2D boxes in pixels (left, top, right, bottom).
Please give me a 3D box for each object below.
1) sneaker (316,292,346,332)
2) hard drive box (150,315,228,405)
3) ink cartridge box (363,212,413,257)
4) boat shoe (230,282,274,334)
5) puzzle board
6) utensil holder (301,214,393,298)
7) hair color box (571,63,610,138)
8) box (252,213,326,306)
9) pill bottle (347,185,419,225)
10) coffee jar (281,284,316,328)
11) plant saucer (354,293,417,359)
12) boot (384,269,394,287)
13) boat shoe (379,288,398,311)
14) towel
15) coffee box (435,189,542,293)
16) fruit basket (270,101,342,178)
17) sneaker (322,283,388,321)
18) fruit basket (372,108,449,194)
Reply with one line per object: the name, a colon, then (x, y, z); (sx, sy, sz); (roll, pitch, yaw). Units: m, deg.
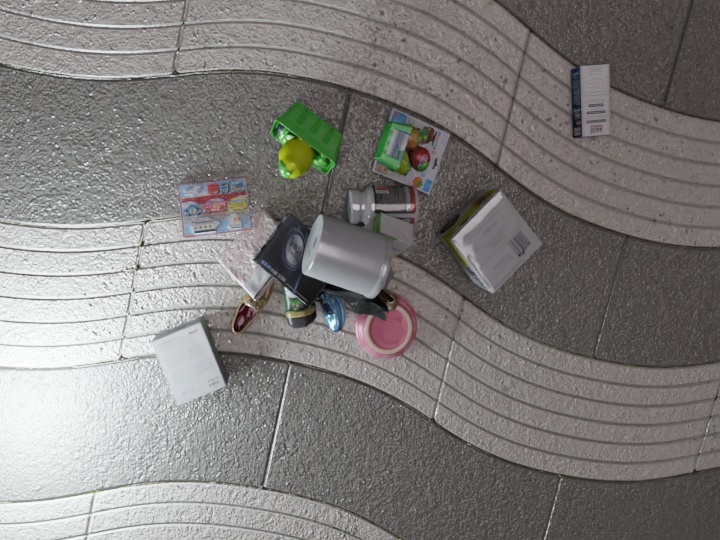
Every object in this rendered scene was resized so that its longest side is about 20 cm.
sneaker: (-0.106, 0.085, 1.709); (0.077, 0.090, 0.206); (-15, 96, 30)
hard drive box: (-0.489, 0.259, 1.693); (0.152, 0.077, 0.205); (-20, 101, -5)
ink cartridge box: (0.052, -0.081, 1.686); (0.115, 0.199, 0.069); (17, 61, -26)
boat shoe: (-0.311, 0.099, 1.702); (0.073, 0.066, 0.204); (28, 93, -11)
puzzle board: (-0.410, -0.178, 1.653); (0.194, 0.017, 0.156); (-8, 84, -7)
utensil holder: (-0.036, -0.039, 1.522); (0.195, 0.170, 0.174); (18, 95, -18)
hair color box: (0.695, -0.509, 1.770); (0.097, 0.061, 0.207); (-6, 98, -7)
box: (-0.167, -0.028, 1.588); (0.199, 0.043, 0.162); (41, 81, -19)
pill bottle: (0.065, -0.185, 1.693); (0.193, 0.116, 0.120); (-1, 98, -8)
coffee jar: (-0.180, 0.060, 1.696); (0.083, 0.104, 0.206); (-6, 100, 9)
plant saucer: (0.081, 0.173, 1.780); (0.194, 0.051, 0.207); (-1, 98, -8)
boot: (0.000, 0.000, 1.695); (0.195, 0.095, 0.076); (21, 111, 17)
boat shoe: (0.019, 0.058, 1.721); (0.195, 0.069, 0.077); (18, 79, 8)
towel: (-0.288, -0.047, 1.653); (0.201, 0.032, 0.191); (-48, 64, 0)
coffee box: (0.366, -0.091, 1.710); (0.199, 0.198, 0.201); (-43, 100, 1)
fruit basket: (-0.165, -0.329, 1.617); (0.209, 0.155, 0.223); (1, 85, -16)
sneaker: (-0.019, 0.081, 1.653); (0.194, 0.061, 0.106); (7, 134, 16)
fruit basket: (0.150, -0.342, 1.697); (0.195, 0.094, 0.190); (19, 95, -14)
